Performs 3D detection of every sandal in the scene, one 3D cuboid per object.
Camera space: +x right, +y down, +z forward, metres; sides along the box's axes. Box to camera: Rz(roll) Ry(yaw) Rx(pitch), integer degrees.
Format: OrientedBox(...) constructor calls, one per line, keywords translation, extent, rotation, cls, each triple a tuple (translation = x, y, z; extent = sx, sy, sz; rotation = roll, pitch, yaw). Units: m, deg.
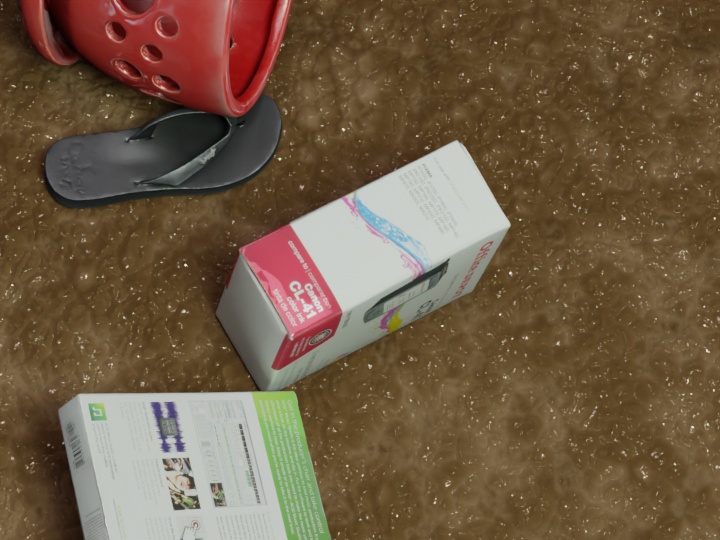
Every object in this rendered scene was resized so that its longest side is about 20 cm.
OrientedBox(translation=(-0.152, -0.094, 1.582), extent=(0.199, 0.043, 0.076), rotation=(-18, 72, -17), cls="sandal")

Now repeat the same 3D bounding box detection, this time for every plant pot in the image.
OrientedBox(translation=(-0.156, -0.236, 1.554), extent=(0.182, 0.201, 0.201), rotation=(15, 65, 11), cls="plant pot")

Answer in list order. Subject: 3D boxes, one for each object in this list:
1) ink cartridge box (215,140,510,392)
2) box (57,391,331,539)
OrientedBox(translation=(0.000, 0.000, 1.516), extent=(0.199, 0.148, 0.086), rotation=(-25, 75, -18), cls="ink cartridge box")
OrientedBox(translation=(-0.116, 0.161, 1.443), extent=(0.199, 0.036, 0.145), rotation=(2, 64, -39), cls="box")
